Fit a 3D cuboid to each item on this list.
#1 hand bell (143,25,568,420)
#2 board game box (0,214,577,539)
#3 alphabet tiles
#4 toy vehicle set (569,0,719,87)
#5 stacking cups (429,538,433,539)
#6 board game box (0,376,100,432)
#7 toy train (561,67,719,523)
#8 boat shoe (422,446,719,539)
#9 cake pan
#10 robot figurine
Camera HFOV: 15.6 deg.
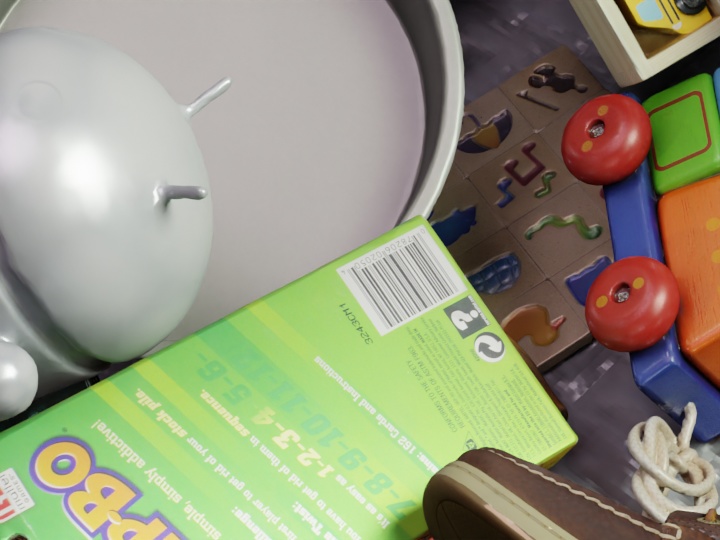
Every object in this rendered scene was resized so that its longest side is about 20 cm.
[{"bbox_3d":[0.000,0.000,0.981,0.200,0.104,0.104,36,72,27],"label":"hand bell"},{"bbox_3d":[-0.032,0.063,0.845,0.199,0.030,0.096,-27,75,-32],"label":"board game box"},{"bbox_3d":[0.022,-0.008,1.025,0.199,0.008,0.167,-32,47,-5],"label":"alphabet tiles"},{"bbox_3d":[0.097,-0.182,0.932,0.124,0.201,0.027,-31,4,-12],"label":"toy vehicle set"},{"bbox_3d":[0.051,0.147,0.855,0.060,0.061,0.201,-24,46,3],"label":"stacking cups"},{"bbox_3d":[-0.134,0.106,0.907,0.135,0.028,0.200,-28,48,0],"label":"board game box"},{"bbox_3d":[0.143,0.013,0.886,0.115,0.085,0.201,-25,50,26],"label":"toy train"},{"bbox_3d":[0.114,0.109,0.820,0.199,0.072,0.072,32,61,12],"label":"boat shoe"},{"bbox_3d":[-0.061,-0.060,0.953,0.199,0.037,0.202,-1,72,4],"label":"cake pan"},{"bbox_3d":[-0.132,-0.009,0.859,0.199,0.113,0.170,-21,42,18],"label":"robot figurine"}]
